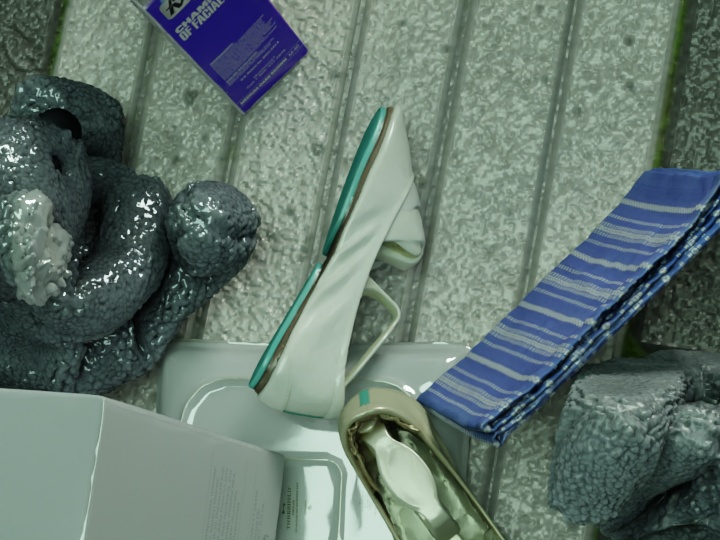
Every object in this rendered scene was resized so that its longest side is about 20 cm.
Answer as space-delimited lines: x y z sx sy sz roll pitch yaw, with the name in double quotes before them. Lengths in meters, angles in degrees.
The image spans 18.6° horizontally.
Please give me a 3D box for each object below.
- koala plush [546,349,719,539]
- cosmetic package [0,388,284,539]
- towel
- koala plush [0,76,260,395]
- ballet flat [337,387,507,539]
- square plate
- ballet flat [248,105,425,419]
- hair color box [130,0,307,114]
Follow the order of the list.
"koala plush" 0.182 0.154 1.190 0.176 0.184 0.202 3 99 0
"cosmetic package" -0.179 0.137 1.224 0.198 0.200 0.124 2 79 27
"towel" 0.119 0.013 1.222 0.200 0.145 0.024 -43 102 -7
"koala plush" -0.192 -0.023 1.267 0.177 0.200 0.184 35 89 23
"ballet flat" 0.050 0.155 1.232 0.069 0.069 0.201 -35 86 4
"square plate" -0.035 0.138 1.298 0.197 0.028 0.202 0 78 14
"ballet flat" 0.000 0.000 1.299 0.069 0.070 0.201 18 69 17
"hair color box" -0.109 -0.175 1.293 0.065 0.200 0.109 -45 72 2
